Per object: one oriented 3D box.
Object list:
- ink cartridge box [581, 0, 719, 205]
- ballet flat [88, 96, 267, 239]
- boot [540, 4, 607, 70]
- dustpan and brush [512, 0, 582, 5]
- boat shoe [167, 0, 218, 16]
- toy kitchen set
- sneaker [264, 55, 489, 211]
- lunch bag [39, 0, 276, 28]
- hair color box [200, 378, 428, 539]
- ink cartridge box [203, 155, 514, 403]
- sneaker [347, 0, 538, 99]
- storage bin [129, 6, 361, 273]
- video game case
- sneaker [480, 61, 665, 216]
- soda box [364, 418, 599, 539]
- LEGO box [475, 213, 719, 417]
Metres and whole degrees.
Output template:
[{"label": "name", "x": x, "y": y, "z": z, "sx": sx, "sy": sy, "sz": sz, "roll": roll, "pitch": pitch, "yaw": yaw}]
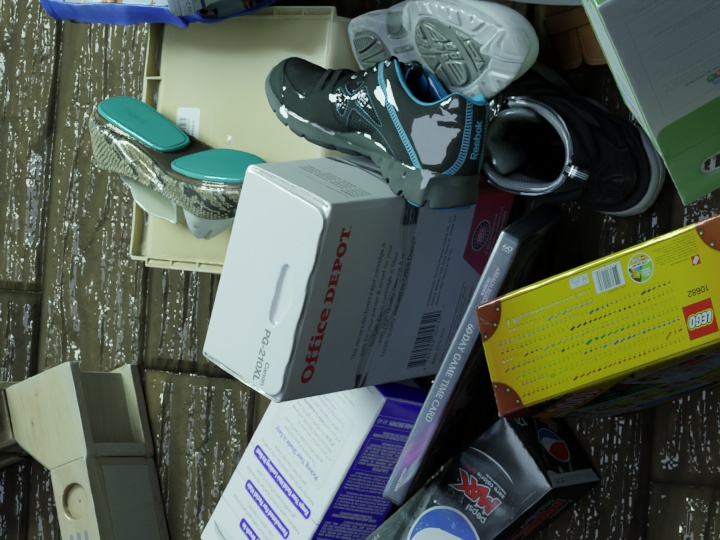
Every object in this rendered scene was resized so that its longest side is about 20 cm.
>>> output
[{"label": "ink cartridge box", "x": 0.210, "y": -0.142, "z": 1.531, "sx": 0.104, "sy": 0.200, "sz": 0.059, "roll": -30, "pitch": 46, "yaw": 2}, {"label": "ballet flat", "x": -0.128, "y": -0.066, "z": 1.775, "sx": 0.200, "sy": 0.068, "sz": 0.076, "roll": 26, "pitch": 125, "yaw": 43}, {"label": "boot", "x": 0.132, "y": -0.218, "z": 1.688, "sx": 0.200, "sy": 0.076, "sz": 0.156, "roll": 4, "pitch": 114, "yaw": 55}, {"label": "dustpan and brush", "x": 0.160, "y": -0.205, "z": 1.554, "sx": 0.140, "sy": 0.199, "sz": 0.058, "roll": 137, "pitch": 144, "yaw": -70}, {"label": "boat shoe", "x": -0.120, "y": -0.256, "z": 1.679, "sx": 0.066, "sy": 0.074, "sz": 0.201, "roll": -16, "pitch": 59, "yaw": -4}, {"label": "toy kitchen set", "x": -0.286, "y": 0.180, "z": 1.933, "sx": 0.199, "sy": 0.163, "sz": 0.181, "roll": -22, "pitch": 73, "yaw": 36}, {"label": "sneaker", "x": 0.016, "y": -0.112, "z": 1.652, "sx": 0.200, "sy": 0.073, "sz": 0.082, "roll": 30, "pitch": 114, "yaw": 38}, {"label": "lunch bag", "x": -0.125, "y": -0.254, "z": 1.799, "sx": 0.169, "sy": 0.124, "sz": 0.200, "roll": 7, "pitch": 47, "yaw": 41}, {"label": "hair color box", "x": -0.030, "y": 0.150, "z": 1.781, "sx": 0.109, "sy": 0.065, "sz": 0.201, "roll": 47, "pitch": 114, "yaw": 45}, {"label": "ink cartridge box", "x": 0.000, "y": 0.000, "z": 1.677, "sx": 0.084, "sy": 0.199, "sz": 0.145, "roll": 29, "pitch": 113, "yaw": 36}, {"label": "sneaker", "x": 0.072, "y": -0.170, "z": 1.669, "sx": 0.200, "sy": 0.099, "sz": 0.078, "roll": 13, "pitch": 131, "yaw": 60}, {"label": "storage bin", "x": -0.070, "y": -0.093, "z": 1.822, "sx": 0.198, "sy": 0.093, "sz": 0.201, "roll": 5, "pitch": 91, "yaw": 40}, {"label": "video game case", "x": 0.078, "y": 0.055, "z": 1.664, "sx": 0.019, "sy": 0.143, "sz": 0.201, "roll": 27, "pitch": 105, "yaw": 10}, {"label": "sneaker", "x": 0.106, "y": -0.100, "z": 1.664, "sx": 0.200, "sy": 0.114, "sz": 0.076, "roll": 30, "pitch": 106, "yaw": 36}, {"label": "soda box", "x": 0.069, "y": 0.181, "z": 1.703, "sx": 0.200, "sy": 0.071, "sz": 0.063, "roll": -45, "pitch": 67, "yaw": 28}, {"label": "LEGO box", "x": 0.198, "y": 0.032, "z": 1.559, "sx": 0.199, "sy": 0.149, "sz": 0.078, "roll": -22, "pitch": 74, "yaw": 36}]
